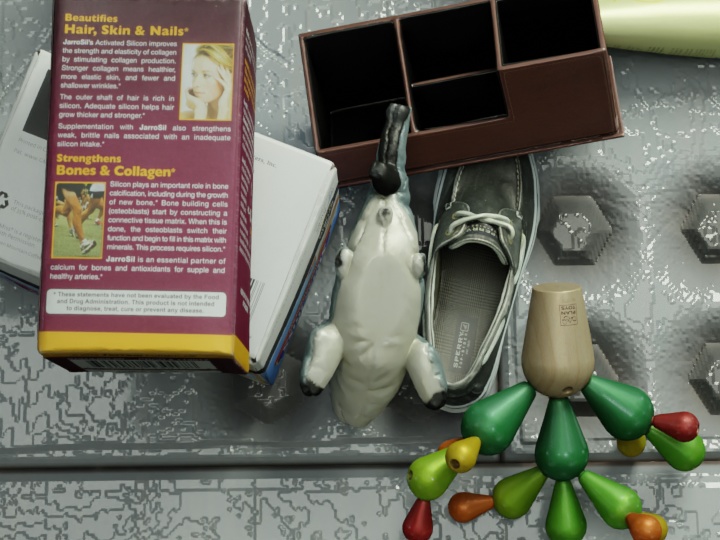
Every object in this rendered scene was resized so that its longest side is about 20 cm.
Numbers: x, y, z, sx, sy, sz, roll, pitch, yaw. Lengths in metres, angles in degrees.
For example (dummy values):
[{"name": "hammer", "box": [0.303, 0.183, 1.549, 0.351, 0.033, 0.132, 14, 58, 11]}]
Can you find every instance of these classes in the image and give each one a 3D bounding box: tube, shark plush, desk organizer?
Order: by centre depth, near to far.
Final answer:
[{"name": "shark plush", "box": [0.000, 0.000, 1.052, 0.090, 0.083, 0.203, -5, 98, -4]}, {"name": "desk organizer", "box": [0.062, -0.119, 1.080, 0.197, 0.077, 0.072, -10, 51, 10]}, {"name": "tube", "box": [0.193, -0.168, 1.128, 0.197, 0.058, 0.053, 2, 69, -1]}]

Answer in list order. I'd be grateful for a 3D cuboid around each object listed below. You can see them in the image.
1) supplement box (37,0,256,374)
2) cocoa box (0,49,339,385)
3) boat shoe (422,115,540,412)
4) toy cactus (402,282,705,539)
[{"name": "supplement box", "box": [-0.116, -0.046, 0.954, 0.109, 0.086, 0.203, 1, 80, 2]}, {"name": "cocoa box", "box": [-0.125, -0.028, 1.062, 0.198, 0.131, 0.135, 21, 80, 5]}, {"name": "boat shoe", "box": [0.079, -0.010, 1.089, 0.071, 0.071, 0.203, 6, 77, 2]}, {"name": "toy cactus", "box": [0.121, 0.094, 1.041, 0.197, 0.102, 0.167, -3, 100, -3]}]
